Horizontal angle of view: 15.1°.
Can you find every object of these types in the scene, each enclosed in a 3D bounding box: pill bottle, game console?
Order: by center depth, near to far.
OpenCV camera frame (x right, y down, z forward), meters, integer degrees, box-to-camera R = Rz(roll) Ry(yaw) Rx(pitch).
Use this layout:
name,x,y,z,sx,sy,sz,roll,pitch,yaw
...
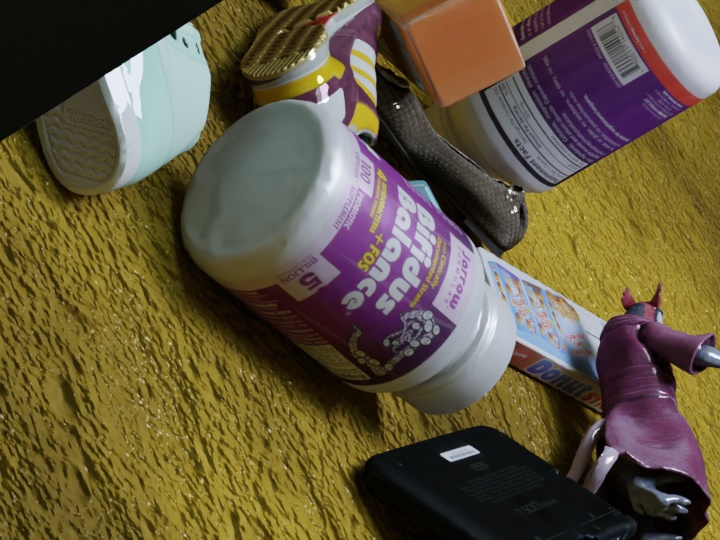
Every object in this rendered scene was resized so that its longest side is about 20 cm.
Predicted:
name,x,y,z,sx,sy,sz,roll,pitch,yaw
pill bottle,0.000,0.000,1.524,0.200,0.112,0.112,39,29,-40
game console,0.082,0.190,1.589,0.176,0.116,0.200,33,14,18
pill bottle,0.145,-0.129,1.886,0.112,0.200,0.113,46,25,-30

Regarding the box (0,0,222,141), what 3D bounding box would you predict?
name,x,y,z,sx,sy,sz,roll,pitch,yaw
box,-0.174,-0.180,1.254,0.123,0.200,0.199,39,29,-43

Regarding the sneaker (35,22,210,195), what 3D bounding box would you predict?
name,x,y,z,sx,sy,sz,roll,pitch,yaw
sneaker,-0.136,-0.146,1.426,0.118,0.074,0.201,-25,107,-64

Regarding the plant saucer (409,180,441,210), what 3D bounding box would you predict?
name,x,y,z,sx,sy,sz,roll,pitch,yaw
plant saucer,0.014,-0.027,1.718,0.070,0.019,0.200,62,23,8

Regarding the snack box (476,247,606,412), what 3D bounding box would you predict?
name,x,y,z,sx,sy,sz,roll,pitch,yaw
snack box,0.133,0.046,1.873,0.200,0.024,0.072,28,39,-53

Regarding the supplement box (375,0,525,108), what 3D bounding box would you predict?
name,x,y,z,sx,sy,sz,roll,pitch,yaw
supplement box,0.046,-0.169,1.801,0.069,0.066,0.200,65,-4,-22

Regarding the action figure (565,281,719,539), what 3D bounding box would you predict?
name,x,y,z,sx,sy,sz,roll,pitch,yaw
action figure,0.182,0.094,1.826,0.149,0.134,0.200,14,54,-25

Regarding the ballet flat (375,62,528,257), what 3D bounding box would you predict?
name,x,y,z,sx,sy,sz,roll,pitch,yaw
ballet flat,0.054,-0.084,1.821,0.200,0.046,0.067,46,7,-32

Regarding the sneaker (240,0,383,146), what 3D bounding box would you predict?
name,x,y,z,sx,sy,sz,roll,pitch,yaw
sneaker,-0.023,-0.115,1.696,0.200,0.075,0.090,-56,129,-65
